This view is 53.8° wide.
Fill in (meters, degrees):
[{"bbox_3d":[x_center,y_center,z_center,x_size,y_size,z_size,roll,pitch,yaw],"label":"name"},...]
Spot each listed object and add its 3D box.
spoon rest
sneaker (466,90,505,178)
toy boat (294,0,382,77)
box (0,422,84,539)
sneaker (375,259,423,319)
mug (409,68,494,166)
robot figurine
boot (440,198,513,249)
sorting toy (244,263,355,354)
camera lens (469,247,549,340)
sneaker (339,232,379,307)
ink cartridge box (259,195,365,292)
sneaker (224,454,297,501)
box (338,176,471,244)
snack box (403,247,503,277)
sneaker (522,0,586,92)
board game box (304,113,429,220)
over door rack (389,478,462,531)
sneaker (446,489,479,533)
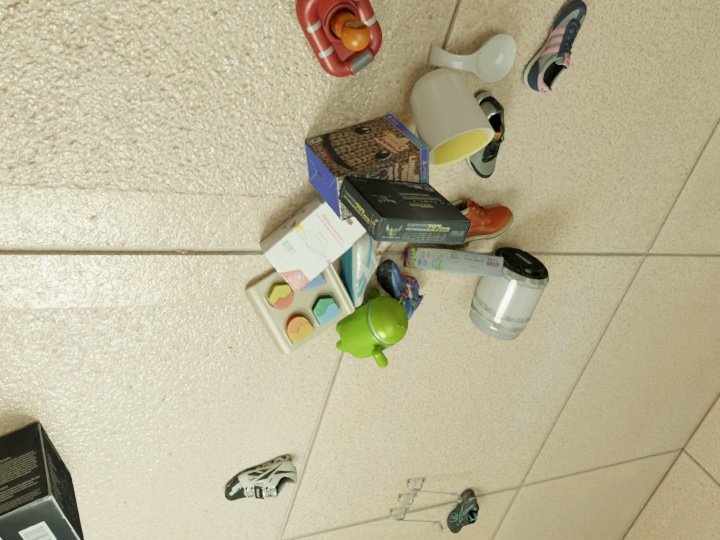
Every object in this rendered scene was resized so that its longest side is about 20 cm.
[{"bbox_3d":[0.236,-0.427,1.430,0.197,0.061,0.101,-9,128,-25],"label":"spoon rest"},{"bbox_3d":[0.277,-0.285,1.552,0.073,0.080,0.203,-23,134,-17],"label":"sneaker"},{"bbox_3d":[-0.025,-0.421,1.220,0.130,0.131,0.201,-36,135,-3],"label":"toy boat"},{"bbox_3d":[-0.664,0.461,1.444,0.122,0.197,0.202,-20,132,-16],"label":"box"},{"bbox_3d":[0.096,0.033,1.696,0.078,0.075,0.201,-43,142,-12],"label":"sneaker"},{"bbox_3d":[0.166,-0.304,1.418,0.147,0.156,0.187,-18,168,-12],"label":"mug"},{"bbox_3d":[0.029,0.133,1.658,0.115,0.178,0.199,25,139,-35],"label":"robot figurine"},{"bbox_3d":[0.279,-0.128,1.680,0.197,0.075,0.109,-20,127,-17],"label":"boot"},{"bbox_3d":[-0.128,0.069,1.558,0.198,0.036,0.187,-30,115,-7],"label":"sorting toy"},{"bbox_3d":[0.379,0.055,1.817,0.158,0.160,0.203,0,123,-32],"label":"camera lens"},{"bbox_3d":[0.000,0.000,1.598,0.080,0.077,0.203,-18,134,-26],"label":"sneaker"},{"bbox_3d":[-0.096,-0.068,1.467,0.199,0.068,0.117,-39,115,1],"label":"ink cartridge box"},{"bbox_3d":[-0.257,0.563,1.856,0.197,0.089,0.075,-23,134,-13],"label":"sneaker"},{"bbox_3d":[0.080,-0.109,1.283,0.197,0.158,0.052,0,123,-31],"label":"box"},{"bbox_3d":[0.220,-0.019,1.672,0.197,0.141,0.054,6,88,-35],"label":"snack box"},{"bbox_3d":[0.430,-0.469,1.504,0.069,0.082,0.202,13,115,-37],"label":"sneaker"},{"bbox_3d":[0.013,-0.206,1.389,0.197,0.160,0.098,-21,132,-18],"label":"board game box"},{"bbox_3d":[0.206,0.754,2.294,0.197,0.067,0.149,18,114,-17],"label":"over door rack"},{"bbox_3d":[0.359,0.860,2.476,0.074,0.080,0.203,-5,127,-29],"label":"sneaker"}]
